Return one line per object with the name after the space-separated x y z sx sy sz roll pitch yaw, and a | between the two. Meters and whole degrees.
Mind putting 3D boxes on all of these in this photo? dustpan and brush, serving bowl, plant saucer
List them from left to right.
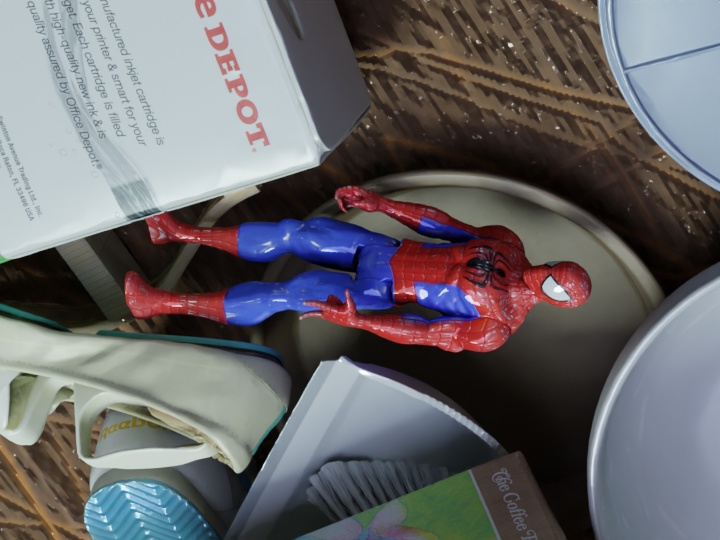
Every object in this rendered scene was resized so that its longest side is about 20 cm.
0.049 0.121 1.331 0.199 0.057 0.140 11 122 -30 | dustpan and brush
0.050 0.037 1.334 0.199 0.030 0.201 7 123 10 | plant saucer
0.192 0.074 1.285 0.199 0.066 0.201 -2 109 -4 | serving bowl

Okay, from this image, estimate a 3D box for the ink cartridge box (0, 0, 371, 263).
-0.113 -0.095 1.245 0.199 0.083 0.147 -15 105 22 | ink cartridge box

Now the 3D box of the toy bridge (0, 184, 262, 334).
-0.119 -0.008 1.349 0.199 0.027 0.067 -23 114 25 | toy bridge

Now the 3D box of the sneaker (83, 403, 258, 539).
-0.065 0.128 1.396 0.076 0.081 0.200 -8 139 16 | sneaker

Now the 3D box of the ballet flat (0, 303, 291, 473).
-0.128 0.051 1.309 0.199 0.070 0.070 9 124 21 | ballet flat

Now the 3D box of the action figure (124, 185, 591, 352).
0.000 0.000 1.268 0.199 0.066 0.052 5 150 11 | action figure

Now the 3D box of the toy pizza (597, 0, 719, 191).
0.196 -0.110 1.204 0.199 0.032 0.201 6 122 9 | toy pizza

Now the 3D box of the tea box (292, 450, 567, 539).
0.024 0.219 1.284 0.196 0.134 0.201 -23 129 -2 | tea box
